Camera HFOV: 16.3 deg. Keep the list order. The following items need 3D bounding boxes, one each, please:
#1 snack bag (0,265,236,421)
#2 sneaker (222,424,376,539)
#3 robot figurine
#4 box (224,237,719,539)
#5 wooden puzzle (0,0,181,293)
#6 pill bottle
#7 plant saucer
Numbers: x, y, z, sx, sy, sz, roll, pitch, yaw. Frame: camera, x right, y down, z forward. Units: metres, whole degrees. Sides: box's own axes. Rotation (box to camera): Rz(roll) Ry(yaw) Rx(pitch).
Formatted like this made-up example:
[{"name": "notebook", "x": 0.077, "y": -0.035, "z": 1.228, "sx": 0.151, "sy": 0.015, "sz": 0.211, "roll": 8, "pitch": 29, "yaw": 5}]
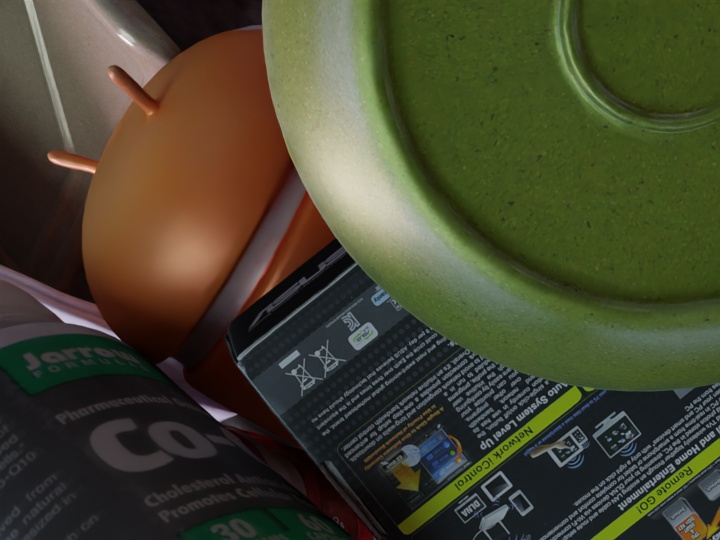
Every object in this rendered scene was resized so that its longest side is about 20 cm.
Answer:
[{"name": "snack bag", "x": -0.137, "y": 0.024, "z": 0.916, "sx": 0.200, "sy": 0.021, "sz": 0.189, "roll": 23, "pitch": 165, "yaw": -12}, {"name": "sneaker", "x": -0.048, "y": 0.086, "z": 0.864, "sx": 0.115, "sy": 0.078, "sz": 0.200, "roll": 16, "pitch": 180, "yaw": -36}, {"name": "robot figurine", "x": 0.001, "y": -0.001, "z": 0.775, "sx": 0.200, "sy": 0.144, "sz": 0.117, "roll": 29, "pitch": 110, "yaw": -10}, {"name": "box", "x": 0.088, "y": 0.020, "z": 0.687, "sx": 0.160, "sy": 0.200, "sz": 0.044, "roll": 51, "pitch": -179, "yaw": -13}, {"name": "wooden puzzle", "x": -0.142, "y": -0.093, "z": 0.879, "sx": 0.185, "sy": 0.037, "sz": 0.200, "roll": 48, "pitch": 148, "yaw": 10}, {"name": "pill bottle", "x": -0.078, "y": 0.085, "z": 0.716, "sx": 0.200, "sy": 0.113, "sz": 0.113, "roll": 36, "pitch": 148, "yaw": 44}, {"name": "plant saucer", "x": 0.075, "y": -0.064, "z": 0.627, "sx": 0.200, "sy": 0.200, "sz": 0.031, "roll": 50, "pitch": -175, "yaw": -10}]
